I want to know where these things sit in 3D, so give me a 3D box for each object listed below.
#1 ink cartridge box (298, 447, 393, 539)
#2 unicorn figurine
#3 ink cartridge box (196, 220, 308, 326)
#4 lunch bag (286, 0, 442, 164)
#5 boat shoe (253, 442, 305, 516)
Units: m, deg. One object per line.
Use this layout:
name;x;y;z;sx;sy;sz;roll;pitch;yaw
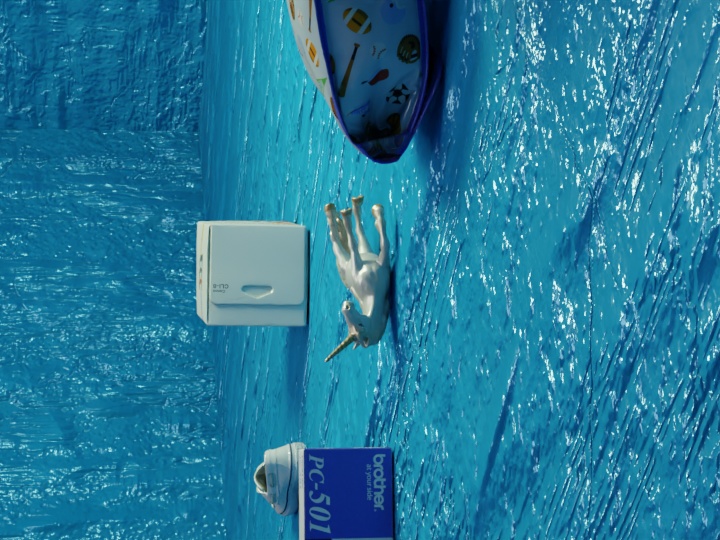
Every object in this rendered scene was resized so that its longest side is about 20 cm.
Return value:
ink cartridge box;-0.015;0.281;1.714;0.044;0.093;0.202;145;125;-78
unicorn figurine;0.000;0.000;1.743;0.200;0.073;0.139;-67;-30;-78
ink cartridge box;-0.158;0.002;2.420;0.200;0.144;0.146;-161;71;-79
lunch bag;0.001;-0.213;1.533;0.170;0.123;0.202;-119;21;-67
boat shoe;-0.121;0.295;2.424;0.201;0.066;0.074;105;163;-57
